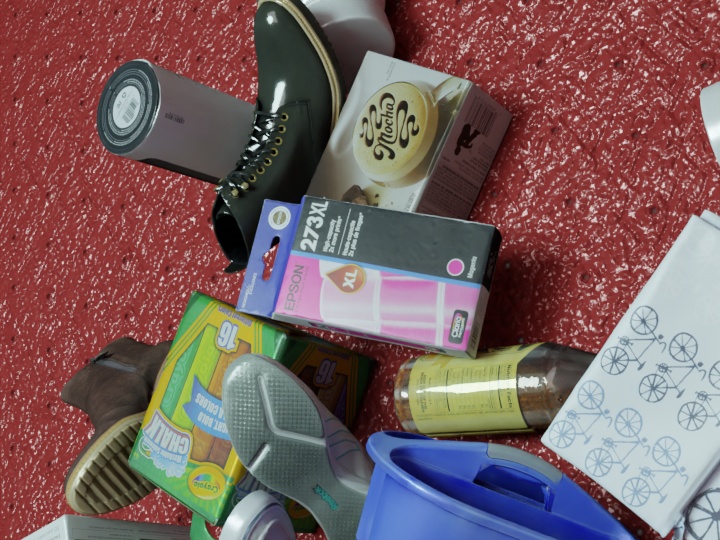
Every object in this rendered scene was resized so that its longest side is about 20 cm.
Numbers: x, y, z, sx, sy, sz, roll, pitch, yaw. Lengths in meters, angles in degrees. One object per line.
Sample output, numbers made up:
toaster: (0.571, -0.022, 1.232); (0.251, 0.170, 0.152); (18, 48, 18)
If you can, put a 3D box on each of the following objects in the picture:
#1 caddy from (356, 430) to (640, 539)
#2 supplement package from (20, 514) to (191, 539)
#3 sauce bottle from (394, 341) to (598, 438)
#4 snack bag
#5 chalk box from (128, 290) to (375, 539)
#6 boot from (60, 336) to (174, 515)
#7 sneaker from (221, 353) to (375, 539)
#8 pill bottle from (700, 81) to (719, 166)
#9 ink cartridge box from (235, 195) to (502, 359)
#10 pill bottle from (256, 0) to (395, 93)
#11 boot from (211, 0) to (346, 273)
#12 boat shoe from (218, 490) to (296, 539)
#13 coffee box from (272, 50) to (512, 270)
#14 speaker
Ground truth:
caddy: (0.089, 0.167, 0.698); (0.198, 0.141, 0.106); (21, 95, -5)
supplement package: (-0.256, 0.306, 0.935); (0.199, 0.155, 0.112); (-32, 60, 25)
sauce bottle: (0.122, 0.086, 0.775); (0.198, 0.066, 0.067); (-8, 71, 29)
snack bag: (0.242, 0.093, 0.671); (0.199, 0.021, 0.189); (38, 101, 21)
chalk box: (-0.097, 0.139, 0.886); (0.124, 0.124, 0.202); (19, 88, 40)
boot: (-0.224, 0.135, 0.974); (0.165, 0.073, 0.200); (4, 37, 42)
sneaker: (-0.036, 0.139, 0.806); (0.070, 0.201, 0.080); (-35, 17, 7)
pill bottle: (0.317, -0.115, 0.654); (0.199, 0.112, 0.114); (-21, 64, 31)
ink cartridge box: (0.000, 0.000, 0.804); (0.198, 0.037, 0.096); (10, 78, 22)
pill bottle: (-0.043, -0.267, 0.977); (0.113, 0.113, 0.201); (-34, 58, 24)
boot: (-0.077, -0.109, 0.877); (0.077, 0.138, 0.202); (8, 122, 43)
boat shoe: (-0.055, 0.245, 0.804); (0.065, 0.201, 0.074); (21, 50, 30)
coffee box: (0.026, -0.063, 0.882); (0.112, 0.080, 0.202); (25, 92, 37)
speaker: (-0.128, -0.117, 0.941); (0.081, 0.199, 0.082); (-8, 76, 37)
